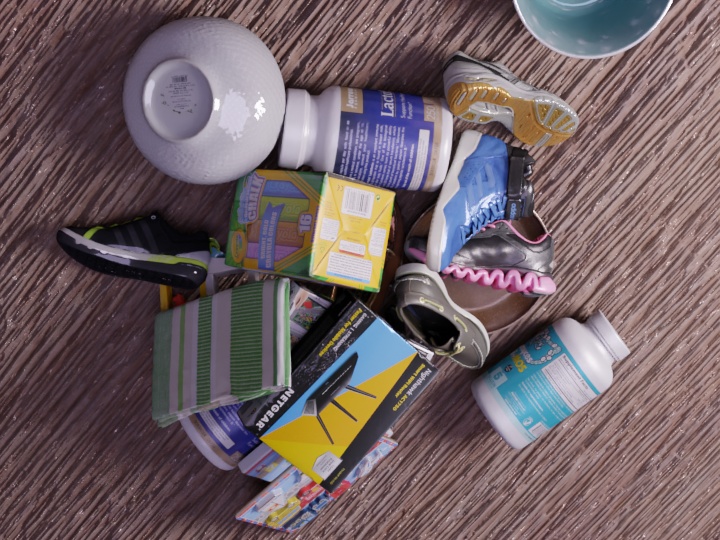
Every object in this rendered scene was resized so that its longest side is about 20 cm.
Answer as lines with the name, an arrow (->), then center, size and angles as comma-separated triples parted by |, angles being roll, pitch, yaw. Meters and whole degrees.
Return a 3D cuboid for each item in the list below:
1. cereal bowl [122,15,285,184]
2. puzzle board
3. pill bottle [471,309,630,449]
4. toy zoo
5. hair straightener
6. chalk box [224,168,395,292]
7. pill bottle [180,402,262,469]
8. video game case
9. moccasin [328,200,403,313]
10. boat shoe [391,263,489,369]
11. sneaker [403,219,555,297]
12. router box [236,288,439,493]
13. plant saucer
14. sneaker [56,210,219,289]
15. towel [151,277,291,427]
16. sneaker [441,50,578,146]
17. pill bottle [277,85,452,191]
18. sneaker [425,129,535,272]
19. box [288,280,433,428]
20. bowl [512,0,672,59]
cereal bowl -> -0.193, -0.196, 1.493 | 0.199, 0.083, 0.201 | 3, 99, 20
puzzle board -> -0.055, 0.280, 1.715 | 0.200, 0.017, 0.151 | -41, 150, 10
pill bottle -> 0.253, 0.137, 1.692 | 0.200, 0.111, 0.111 | -36, 110, 8
toy zoo -> -0.186, 0.063, 1.609 | 0.131, 0.020, 0.201 | -11, 72, 14
hair straightener -> 0.043, 0.094, 1.698 | 0.077, 0.041, 0.201 | -11, 107, -2
chalk box -> -0.077, -0.051, 1.545 | 0.124, 0.199, 0.125 | 11, 86, -45
pill bottle -> -0.126, 0.153, 1.647 | 0.200, 0.116, 0.116 | -38, 110, 5
video game case -> -0.055, 0.232, 1.681 | 0.143, 0.017, 0.200 | -41, 149, 10
moccasin -> -0.001, -0.001, 1.616 | 0.073, 0.078, 0.202 | 25, 96, 23
boat shoe -> 0.101, 0.072, 1.619 | 0.072, 0.061, 0.202 | -14, 137, 28
sneaker -> 0.154, -0.028, 1.612 | 0.199, 0.079, 0.096 | 12, 87, -10
router box -> -0.026, 0.144, 1.533 | 0.149, 0.051, 0.200 | 41, 92, -25
plant saucer -> 0.148, -0.014, 1.664 | 0.199, 0.037, 0.201 | -2, 111, -4
sneaker -> -0.276, -0.035, 1.609 | 0.199, 0.072, 0.083 | 14, 70, -2
towel -> -0.167, 0.096, 1.537 | 0.199, 0.153, 0.023 | -18, 149, 28
sneaker -> 0.184, -0.217, 1.572 | 0.199, 0.088, 0.076 | 17, 131, -35
pill bottle -> 0.003, -0.161, 1.551 | 0.199, 0.116, 0.116 | 5, 110, -8
sneaker -> 0.152, -0.076, 1.558 | 0.111, 0.201, 0.077 | 16, 148, 9
box -> -0.020, 0.104, 1.574 | 0.199, 0.035, 0.110 | 27, 94, -22
bowl -> 0.262, -0.357, 1.508 | 0.200, 0.105, 0.202 | -2, 110, -5
